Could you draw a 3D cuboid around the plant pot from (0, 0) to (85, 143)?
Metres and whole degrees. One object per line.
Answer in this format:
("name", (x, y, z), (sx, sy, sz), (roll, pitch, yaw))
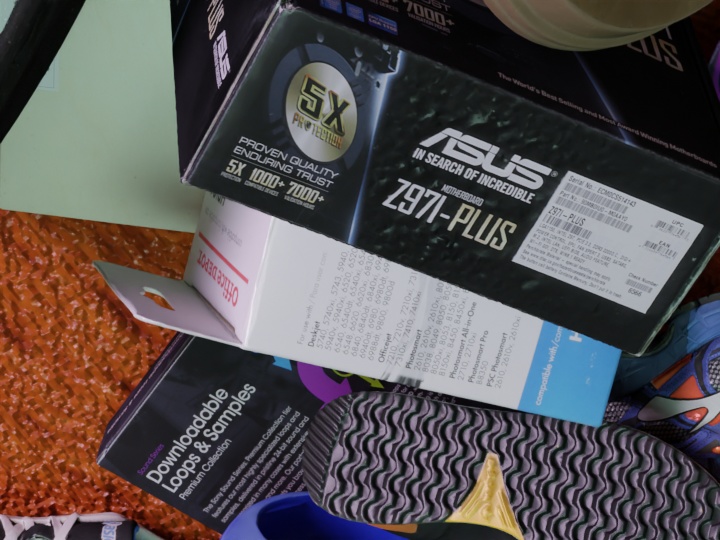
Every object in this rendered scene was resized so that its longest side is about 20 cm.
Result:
("plant pot", (-0.206, -0.109, 1.059), (0.199, 0.200, 0.177), (43, 112, -9))

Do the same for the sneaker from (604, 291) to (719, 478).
("sneaker", (0.158, 0.050, 1.174), (0.200, 0.075, 0.079), (-26, 83, 48))

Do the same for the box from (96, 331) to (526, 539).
("box", (-0.002, 0.081, 1.270), (0.199, 0.036, 0.143), (30, 121, -15))

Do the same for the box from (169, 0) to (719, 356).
("box", (0.033, -0.076, 1.064), (0.199, 0.164, 0.086), (21, 121, -19))

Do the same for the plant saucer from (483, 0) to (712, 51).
("plant saucer", (0.109, -0.169, 0.969), (0.029, 0.199, 0.201), (29, 135, 38))

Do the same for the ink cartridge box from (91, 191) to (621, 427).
("ink cartridge box", (0.000, 0.000, 1.135), (0.199, 0.116, 0.068), (13, 98, -18))

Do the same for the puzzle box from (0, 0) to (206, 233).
("puzzle box", (-0.083, -0.107, 1.158), (0.132, 0.025, 0.201), (8, 124, 1))

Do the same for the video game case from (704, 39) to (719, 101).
("video game case", (0.235, -0.080, 1.061), (0.181, 0.036, 0.201), (31, 124, 10))

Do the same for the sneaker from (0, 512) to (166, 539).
("sneaker", (-0.147, 0.138, 1.301), (0.199, 0.072, 0.073), (13, 125, -10))

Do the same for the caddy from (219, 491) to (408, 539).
("caddy", (0.017, 0.180, 1.225), (0.199, 0.142, 0.105), (27, 125, -7))

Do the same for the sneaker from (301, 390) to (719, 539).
("sneaker", (0.078, 0.096, 1.186), (0.199, 0.090, 0.070), (12, 85, 18))
